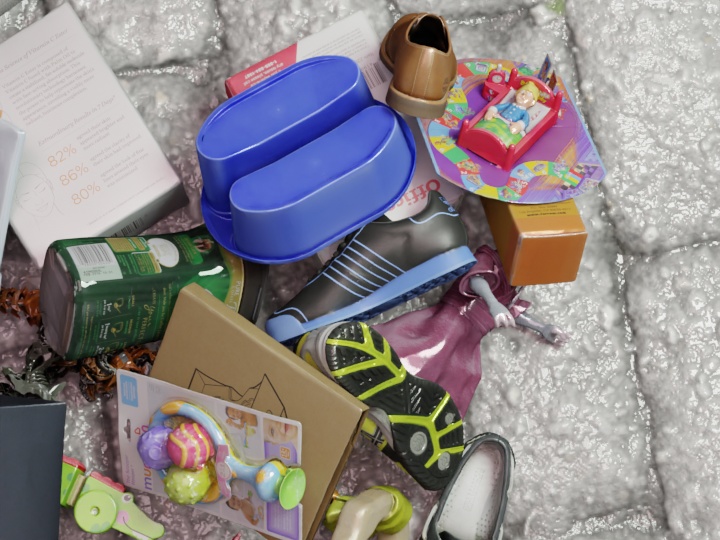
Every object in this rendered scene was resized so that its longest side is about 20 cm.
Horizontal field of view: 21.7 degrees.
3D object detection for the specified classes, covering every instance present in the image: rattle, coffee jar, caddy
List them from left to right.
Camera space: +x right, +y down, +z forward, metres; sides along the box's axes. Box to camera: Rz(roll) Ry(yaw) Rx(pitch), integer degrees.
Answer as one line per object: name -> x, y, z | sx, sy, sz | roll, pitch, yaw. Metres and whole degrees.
coffee jar -> -0.179, 0.014, 1.664 | 0.199, 0.105, 0.085 | -8, 44, -29
caddy -> -0.048, -0.092, 1.633 | 0.199, 0.105, 0.142 | -29, 59, -8
rattle -> -0.038, 0.280, 1.668 | 0.142, 0.130, 0.201 | 12, 104, 10

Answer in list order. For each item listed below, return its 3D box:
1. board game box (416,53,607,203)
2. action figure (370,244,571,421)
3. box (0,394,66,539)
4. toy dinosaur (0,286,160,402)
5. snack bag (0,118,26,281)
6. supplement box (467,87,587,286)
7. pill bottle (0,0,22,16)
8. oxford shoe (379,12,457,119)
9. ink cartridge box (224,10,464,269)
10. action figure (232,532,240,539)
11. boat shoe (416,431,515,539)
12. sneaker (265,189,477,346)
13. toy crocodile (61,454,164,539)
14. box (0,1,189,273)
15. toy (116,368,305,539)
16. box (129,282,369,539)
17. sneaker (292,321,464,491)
board game box -> 0.131, -0.141, 1.669 | 0.157, 0.039, 0.200 | -2, 45, -15
action figure -> 0.096, 0.039, 1.713 | 0.149, 0.134, 0.200 | 32, 81, 32
box -> -0.367, 0.203, 1.603 | 0.199, 0.117, 0.198 | 4, 91, 26
toy dinosaur -> -0.269, 0.074, 1.704 | 0.199, 0.102, 0.136 | 20, 64, 20
snack bag -> -0.382, -0.085, 1.673 | 0.199, 0.021, 0.189 | 26, 117, 22
supplement box -> 0.143, -0.079, 1.686 | 0.068, 0.067, 0.200 | -6, 47, -13
pill bottle -> -0.336, -0.303, 1.744 | 0.200, 0.110, 0.110 | -37, 83, -7
oxford shoe -> 0.058, -0.197, 1.647 | 0.071, 0.200, 0.072 | 11, 113, -7
ink cartridge box -> -0.016, -0.114, 1.730 | 0.147, 0.086, 0.201 | -26, 83, -6
action figure -> -0.148, 0.317, 1.620 | 0.134, 0.149, 0.201 | 26, 94, 10
boat shoe -> 0.087, 0.240, 1.682 | 0.075, 0.060, 0.201 | 14, 80, 1
sneaker -> 0.000, 0.000, 1.647 | 0.199, 0.070, 0.078 | -24, 79, 4
toy crocodile -> -0.264, 0.191, 1.680 | 0.199, 0.068, 0.062 | 24, 80, 3
box -> -0.273, -0.113, 1.713 | 0.152, 0.106, 0.200 | -32, 83, -5
toy -> -0.140, 0.164, 1.605 | 0.199, 0.047, 0.116 | 12, 114, 29
box -> -0.099, 0.129, 1.614 | 0.200, 0.021, 0.164 | 34, 120, 21
sneaker -> 0.019, 0.113, 1.634 | 0.075, 0.076, 0.200 | -51, 121, -24
